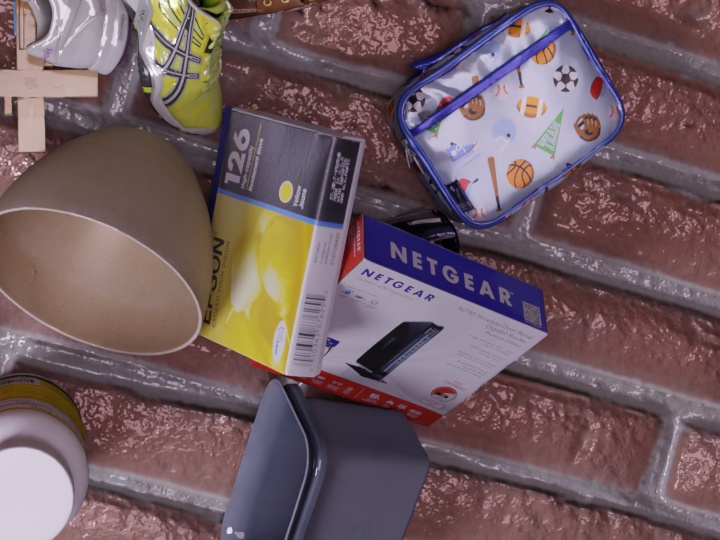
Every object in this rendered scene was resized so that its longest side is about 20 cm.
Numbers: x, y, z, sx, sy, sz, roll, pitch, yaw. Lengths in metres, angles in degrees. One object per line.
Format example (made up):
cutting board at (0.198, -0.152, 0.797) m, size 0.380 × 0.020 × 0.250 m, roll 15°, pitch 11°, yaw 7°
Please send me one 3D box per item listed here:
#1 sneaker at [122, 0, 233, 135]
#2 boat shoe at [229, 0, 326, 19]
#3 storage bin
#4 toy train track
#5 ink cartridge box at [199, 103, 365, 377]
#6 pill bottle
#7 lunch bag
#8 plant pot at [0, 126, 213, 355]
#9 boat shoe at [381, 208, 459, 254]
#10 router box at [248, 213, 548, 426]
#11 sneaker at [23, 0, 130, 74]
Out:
sneaker at (-0.144, -0.195, 1.386) m, size 0.075 × 0.076 × 0.201 m, roll 4°, pitch 135°, yaw 21°
boat shoe at (-0.070, -0.259, 1.429) m, size 0.197 × 0.068 × 0.073 m, roll -10°, pitch 102°, yaw -10°
storage bin at (-0.032, 0.203, 1.484) m, size 0.133 × 0.146 × 0.202 m, roll 6°, pitch 119°, yaw -26°
toy train track at (-0.283, -0.203, 1.416) m, size 0.113 × 0.033 × 0.203 m, roll -1°, pitch 93°, yaw -12°
ink cartridge box at (-0.088, -0.032, 1.399) m, size 0.047 × 0.199 × 0.200 m, roll 4°, pitch 100°, yaw -43°
pill bottle at (-0.285, 0.162, 1.390) m, size 0.111 × 0.200 × 0.114 m, roll -2°, pitch 100°, yaw -11°
lunch bag at (0.125, -0.142, 1.489) m, size 0.199 × 0.076 × 0.161 m, roll -34°, pitch 102°, yaw -5°
plant pot at (-0.205, -0.040, 1.395) m, size 0.199 × 0.200 × 0.136 m, roll 30°, pitch 56°, yaw -15°
boat shoe at (0.000, 0.000, 1.476) m, size 0.198 × 0.093 × 0.075 m, roll -24°, pitch 104°, yaw -7°
router box at (0.031, 0.049, 1.438) m, size 0.198 × 0.049 × 0.179 m, roll 21°, pitch 137°, yaw -28°
sneaker at (-0.239, -0.267, 1.369) m, size 0.099 × 0.075 × 0.203 m, roll 1°, pitch 86°, yaw -28°
